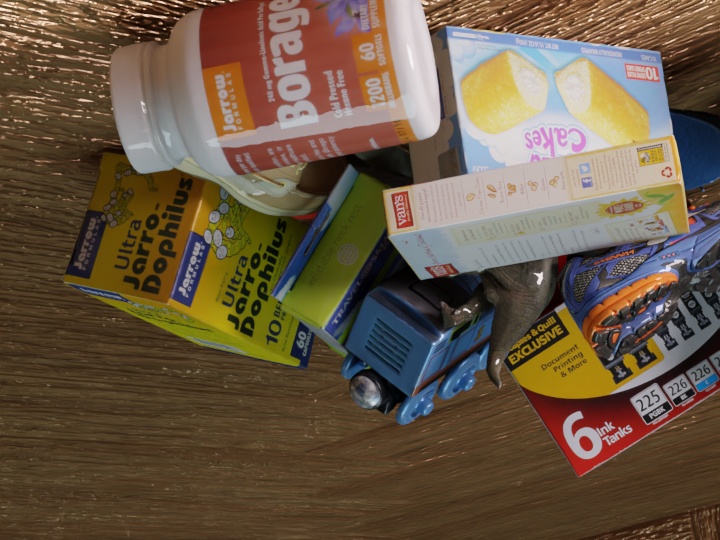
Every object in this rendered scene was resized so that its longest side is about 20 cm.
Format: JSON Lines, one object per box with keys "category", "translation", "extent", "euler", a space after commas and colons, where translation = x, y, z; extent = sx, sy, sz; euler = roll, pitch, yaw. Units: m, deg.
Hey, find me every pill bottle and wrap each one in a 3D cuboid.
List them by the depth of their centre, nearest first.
{"category": "pill bottle", "translation": [-0.055, -0.122, 1.393], "extent": [0.200, 0.112, 0.112], "euler": [-11, 164, 9]}

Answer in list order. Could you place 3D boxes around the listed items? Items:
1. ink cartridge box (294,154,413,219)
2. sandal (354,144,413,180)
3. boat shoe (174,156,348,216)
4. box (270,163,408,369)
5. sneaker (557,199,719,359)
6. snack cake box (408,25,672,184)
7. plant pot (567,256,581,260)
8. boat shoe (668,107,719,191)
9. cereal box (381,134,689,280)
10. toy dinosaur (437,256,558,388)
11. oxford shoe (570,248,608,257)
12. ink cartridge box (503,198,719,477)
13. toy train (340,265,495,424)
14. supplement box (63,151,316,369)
{"category": "ink cartridge box", "translation": [-0.019, -0.058, 1.765], "extent": [0.160, 0.047, 0.200], "euler": [0, 161, -26]}
{"category": "sandal", "translation": [0.071, -0.077, 1.649], "extent": [0.080, 0.054, 0.200], "euler": [-41, 135, 18]}
{"category": "boat shoe", "translation": [-0.071, -0.090, 1.565], "extent": [0.066, 0.074, 0.200], "euler": [-20, 157, 38]}
{"category": "box", "translation": [0.000, 0.000, 1.681], "extent": [0.048, 0.122, 0.200], "euler": [29, 175, 16]}
{"category": "sneaker", "translation": [0.227, -0.020, 1.564], "extent": [0.200, 0.078, 0.075], "euler": [-29, 146, -20]}
{"category": "snack cake box", "translation": [0.131, -0.103, 1.553], "extent": [0.200, 0.115, 0.067], "euler": [2, 161, -34]}
{"category": "plant pot", "translation": [0.232, 0.021, 1.928], "extent": [0.200, 0.200, 0.188], "euler": [-11, -177, 12]}
{"category": "boat shoe", "translation": [0.211, -0.104, 1.689], "extent": [0.200, 0.084, 0.069], "euler": [4, -158, 38]}
{"category": "cereal box", "translation": [0.123, -0.041, 1.480], "extent": [0.200, 0.040, 0.144], "euler": [-9, 166, 8]}
{"category": "toy dinosaur", "translation": [0.104, -0.010, 1.582], "extent": [0.102, 0.200, 0.077], "euler": [-10, 137, 6]}
{"category": "oxford shoe", "translation": [0.166, -0.054, 1.774], "extent": [0.200, 0.071, 0.071], "euler": [20, 172, 39]}
{"category": "ink cartridge box", "translation": [0.220, 0.043, 1.793], "extent": [0.200, 0.176, 0.084], "euler": [-34, 177, 13]}
{"category": "toy train", "translation": [0.066, 0.040, 1.671], "extent": [0.200, 0.087, 0.114], "euler": [-31, 153, -46]}
{"category": "supplement box", "translation": [-0.120, -0.006, 1.688], "extent": [0.109, 0.109, 0.200], "euler": [10, 170, 34]}
